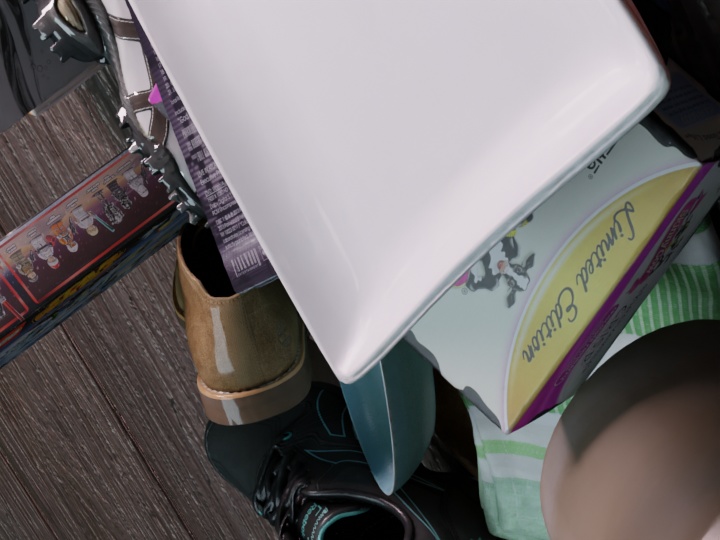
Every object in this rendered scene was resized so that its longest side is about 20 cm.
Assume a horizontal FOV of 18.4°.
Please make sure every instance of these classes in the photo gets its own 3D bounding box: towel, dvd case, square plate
[{"bbox_3d":[0.097,0.045,0.934,0.152,0.023,0.201,8,129,34],"label":"towel"},{"bbox_3d":[-0.040,-0.103,0.794,0.149,0.016,0.201,-25,86,56],"label":"dvd case"},{"bbox_3d":[0.000,-0.092,0.708,0.201,0.028,0.198,61,142,13],"label":"square plate"}]

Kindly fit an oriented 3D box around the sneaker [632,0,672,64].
[{"bbox_3d":[0.027,-0.139,0.732,0.077,0.076,0.201,-19,98,37],"label":"sneaker"}]

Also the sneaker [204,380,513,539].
[{"bbox_3d":[-0.013,0.105,1.076,0.199,0.079,0.076,21,105,40],"label":"sneaker"}]

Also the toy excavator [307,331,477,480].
[{"bbox_3d":[0.022,0.132,1.184,0.193,0.201,0.100,9,156,-9],"label":"toy excavator"}]

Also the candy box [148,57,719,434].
[{"bbox_3d":[0.030,-0.057,0.835,0.200,0.061,0.137,42,120,16],"label":"candy box"}]

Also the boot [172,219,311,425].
[{"bbox_3d":[-0.061,-0.001,1.089,0.200,0.073,0.076,-111,5,-68],"label":"boot"}]

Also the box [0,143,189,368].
[{"bbox_3d":[-0.132,-0.015,1.092,0.040,0.200,0.137,51,156,0],"label":"box"}]

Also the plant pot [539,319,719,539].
[{"bbox_3d":[0.157,0.108,0.811,0.174,0.199,0.201,45,163,55],"label":"plant pot"}]

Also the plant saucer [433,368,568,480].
[{"bbox_3d":[0.074,0.059,1.042,0.200,0.035,0.201,39,155,23],"label":"plant saucer"}]

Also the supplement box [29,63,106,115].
[{"bbox_3d":[-0.214,-0.187,1.139,0.126,0.073,0.201,19,142,52],"label":"supplement box"}]

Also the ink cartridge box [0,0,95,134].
[{"bbox_3d":[-0.196,-0.122,1.045,0.067,0.200,0.116,18,142,50],"label":"ink cartridge box"}]

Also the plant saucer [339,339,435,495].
[{"bbox_3d":[0.000,0.000,1.001,0.200,0.027,0.201,166,90,-83],"label":"plant saucer"}]

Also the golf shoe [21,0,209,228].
[{"bbox_3d":[-0.070,-0.092,0.994,0.200,0.094,0.078,51,-171,-3],"label":"golf shoe"}]
